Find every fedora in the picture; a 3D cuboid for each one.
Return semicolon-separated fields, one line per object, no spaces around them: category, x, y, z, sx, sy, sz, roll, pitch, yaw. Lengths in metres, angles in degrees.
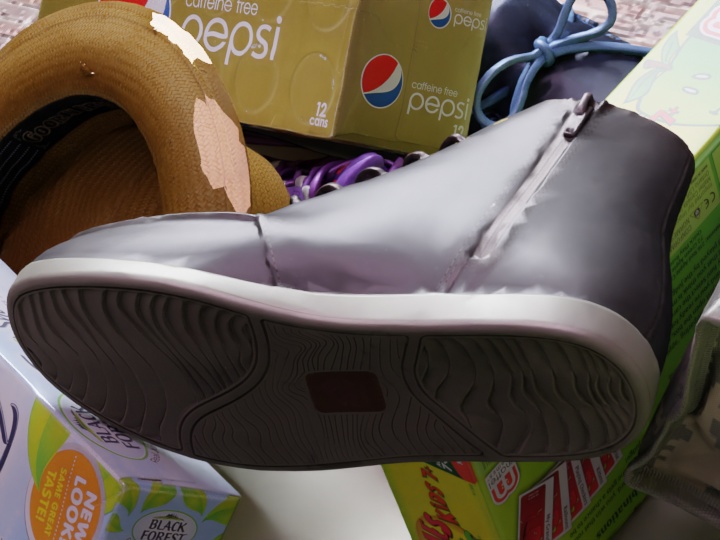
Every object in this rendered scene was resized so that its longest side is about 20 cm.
fedora;-0.081;0.006;1.003;0.200;0.082;0.201;-10;76;48

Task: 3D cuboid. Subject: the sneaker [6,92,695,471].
sneaker;0.000;0.000;0.870;0.200;0.075;0.106;5;43;16

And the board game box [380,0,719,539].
board game box;0.087;0.009;0.946;0.048;0.102;0.200;22;57;38

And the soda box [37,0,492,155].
soda box;-0.041;-0.088;1.082;0.200;0.064;0.068;13;93;49

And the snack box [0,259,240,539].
snack box;-0.134;0.081;0.945;0.200;0.053;0.142;40;112;44

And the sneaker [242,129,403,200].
sneaker;-0.004;-0.018;1.028;0.200;0.084;0.081;25;59;41

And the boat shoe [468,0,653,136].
boat shoe;0.051;-0.069;1.069;0.200;0.069;0.084;17;54;36

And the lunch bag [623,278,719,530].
lunch bag;0.207;0.027;0.860;0.200;0.118;0.164;26;55;8
